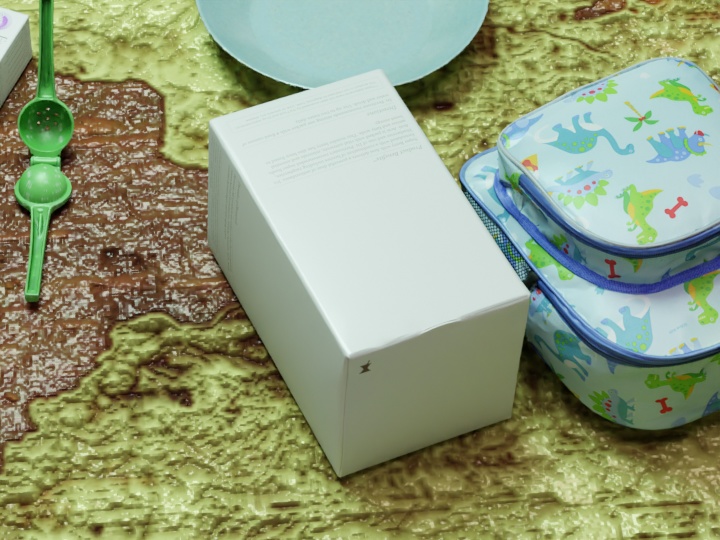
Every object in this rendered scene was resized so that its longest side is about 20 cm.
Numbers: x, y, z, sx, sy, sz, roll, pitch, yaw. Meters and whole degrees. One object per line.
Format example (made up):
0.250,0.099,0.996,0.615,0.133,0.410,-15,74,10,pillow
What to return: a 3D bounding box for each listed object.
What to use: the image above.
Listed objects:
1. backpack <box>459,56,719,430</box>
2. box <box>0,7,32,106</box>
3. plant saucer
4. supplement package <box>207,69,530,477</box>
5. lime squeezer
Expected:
0.171,-0.016,1.570,0.183,0.147,0.200,-24,58,-19,backpack
-0.270,-0.092,1.682,0.039,0.042,0.200,16,52,11,box
-0.013,-0.181,1.770,0.200,0.039,0.201,2,50,-2,plant saucer
0.000,0.000,1.564,0.121,0.120,0.200,-17,53,-18,supplement package
-0.198,-0.073,1.657,0.038,0.071,0.201,6,78,-18,lime squeezer
